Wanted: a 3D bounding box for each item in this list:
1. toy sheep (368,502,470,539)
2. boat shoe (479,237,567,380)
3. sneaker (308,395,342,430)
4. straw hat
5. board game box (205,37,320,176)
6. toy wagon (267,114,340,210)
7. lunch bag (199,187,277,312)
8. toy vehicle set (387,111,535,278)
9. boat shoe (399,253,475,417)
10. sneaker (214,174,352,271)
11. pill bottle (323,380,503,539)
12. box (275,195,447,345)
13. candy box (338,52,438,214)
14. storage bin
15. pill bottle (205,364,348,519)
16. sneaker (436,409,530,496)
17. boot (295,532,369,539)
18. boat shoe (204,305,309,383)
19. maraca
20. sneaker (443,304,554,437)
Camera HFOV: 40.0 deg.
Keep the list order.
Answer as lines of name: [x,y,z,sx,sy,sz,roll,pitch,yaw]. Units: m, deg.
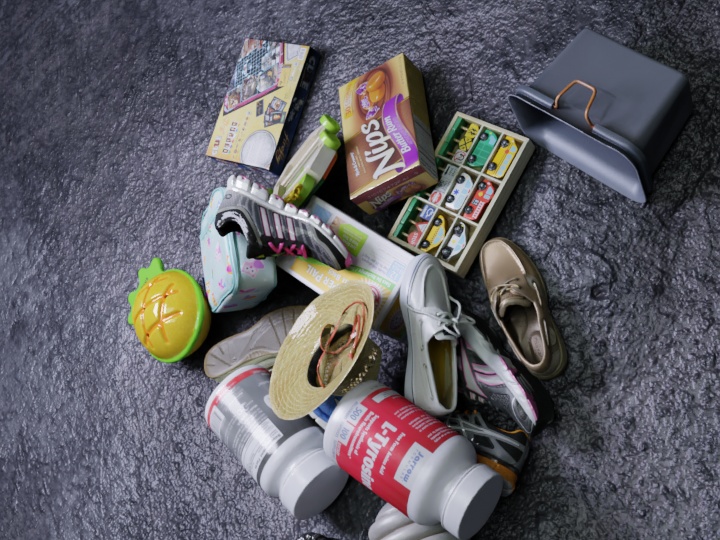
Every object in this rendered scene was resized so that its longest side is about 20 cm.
toy sheep: [0.075,0.338,1.191,0.137,0.138,0.201,-34,60,18]
boat shoe: [0.198,0.038,1.237,0.071,0.064,0.201,-34,60,18]
sneaker: [-0.005,0.182,1.302,0.200,0.078,0.089,49,120,23]
straw hat: [-0.021,0.116,1.238,0.201,0.085,0.202,-39,33,31]
board game box: [-0.153,-0.258,1.547,0.134,0.035,0.202,16,85,33]
toy wagon: [-0.083,-0.132,1.398,0.155,0.039,0.201,-50,18,20]
lunch bag: [-0.181,-0.031,1.412,0.200,0.076,0.162,144,116,-66]
toy vehicle set: [0.134,-0.104,1.326,0.124,0.026,0.201,27,86,36]
boat shoe: [0.097,0.076,1.205,0.086,0.074,0.204,-14,69,54]
sneaker: [-0.106,-0.041,1.284,0.199,0.074,0.088,30,76,9]
pill bottle: [0.062,0.221,1.151,0.199,0.112,0.113,30,92,32]
box: [0.000,0.000,1.343,0.199,0.101,0.113,31,92,33]
candy box: [0.036,-0.191,1.382,0.116,0.056,0.202,-23,54,27]
storage bin: [0.300,-0.204,1.212,0.199,0.146,0.135,36,85,33]
pill bottle: [-0.111,0.231,1.337,0.200,0.114,0.114,41,98,32]
sneaker: [0.125,0.208,1.237,0.199,0.079,0.077,23,63,36]
boot: [-0.001,0.418,1.192,0.079,0.157,0.212,-39,60,15]
boat shoe: [-0.128,0.113,1.422,0.199,0.063,0.074,-27,52,14]
maraca: [-0.297,0.059,1.502,0.199,0.107,0.138,32,98,44]
sneaker: [0.160,0.140,1.233,0.087,0.080,0.200,-50,45,15]
